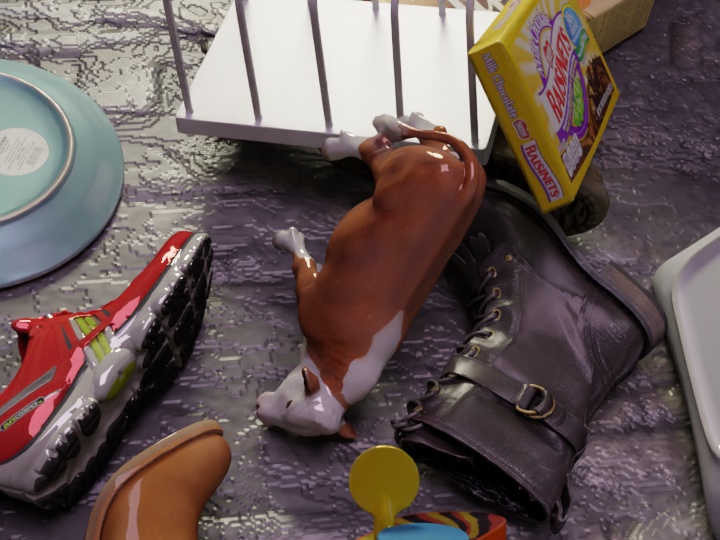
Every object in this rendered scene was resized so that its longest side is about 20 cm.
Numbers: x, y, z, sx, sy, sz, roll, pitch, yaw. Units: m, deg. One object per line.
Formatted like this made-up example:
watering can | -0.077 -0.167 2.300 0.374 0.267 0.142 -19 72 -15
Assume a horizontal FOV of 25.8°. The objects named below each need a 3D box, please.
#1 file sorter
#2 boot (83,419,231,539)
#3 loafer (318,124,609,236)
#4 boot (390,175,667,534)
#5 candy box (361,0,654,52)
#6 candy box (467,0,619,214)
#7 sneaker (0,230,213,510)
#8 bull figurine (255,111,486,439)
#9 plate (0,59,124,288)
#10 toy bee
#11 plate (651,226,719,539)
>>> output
file sorter | -0.008 -0.165 0.973 0.199 0.125 0.139 7 46 13
boot | -0.085 0.182 0.788 0.154 0.074 0.200 33 57 11
loafer | 0.070 -0.083 1.018 0.199 0.076 0.068 20 57 7
boot | 0.072 0.042 0.923 0.199 0.069 0.174 33 55 17
candy box | 0.107 -0.186 1.120 0.200 0.055 0.115 -33 62 -30
candy box | 0.115 -0.117 0.955 0.026 0.103 0.200 -23 15 25
sneaker | -0.152 0.039 0.885 0.085 0.077 0.200 24 51 17
bull figurine | 0.000 0.000 0.901 0.065 0.200 0.122 21 22 -40
plate | -0.248 -0.071 0.989 0.199 0.026 0.201 4 50 -5
toy bee | 0.002 0.152 0.776 0.108 0.200 0.132 4 78 18
plate | 0.250 0.026 0.890 0.032 0.199 0.201 25 42 -33
